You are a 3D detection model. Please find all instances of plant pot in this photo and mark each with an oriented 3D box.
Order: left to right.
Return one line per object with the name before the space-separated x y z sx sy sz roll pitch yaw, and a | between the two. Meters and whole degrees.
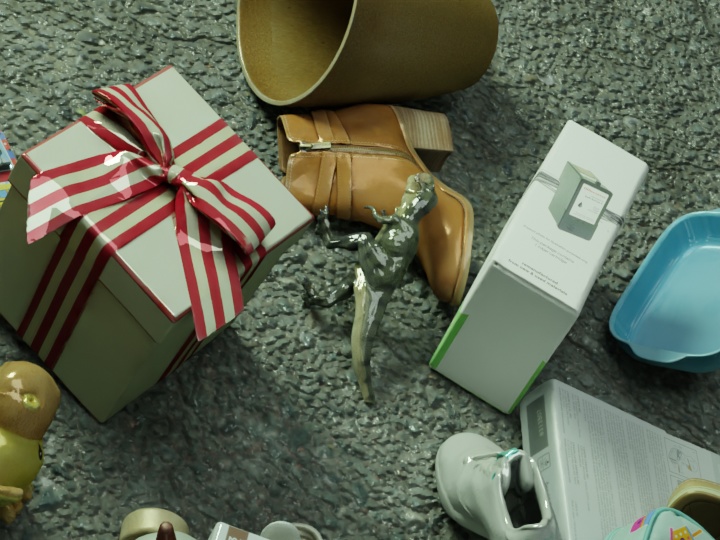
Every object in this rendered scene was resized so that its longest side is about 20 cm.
plant pot | 0.021 -0.226 1.616 0.199 0.187 0.187 7 49 -37

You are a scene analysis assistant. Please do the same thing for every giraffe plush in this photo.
giraffe plush | -0.275 0.090 1.208 0.162 0.200 0.173 36 22 -1

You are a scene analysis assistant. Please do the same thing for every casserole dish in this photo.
casserole dish | 0.300 0.022 1.583 0.120 0.039 0.200 10 47 34

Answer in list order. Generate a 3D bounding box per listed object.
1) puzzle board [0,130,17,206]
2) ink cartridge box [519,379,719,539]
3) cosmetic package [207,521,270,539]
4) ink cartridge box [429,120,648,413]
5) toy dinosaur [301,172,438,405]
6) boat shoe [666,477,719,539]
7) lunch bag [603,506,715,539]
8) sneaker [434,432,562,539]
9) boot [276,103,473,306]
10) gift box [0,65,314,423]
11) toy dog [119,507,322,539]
puzzle board | -0.338 -0.036 1.384 0.199 0.017 0.151 -14 60 -33
ink cartridge box | 0.220 0.194 1.454 0.199 0.057 0.163 28 42 -31
cosmetic package | -0.094 0.257 1.131 0.074 0.200 0.102 21 47 -8
ink cartridge box | 0.150 -0.005 1.501 0.084 0.146 0.200 30 46 2
toy dinosaur | 0.000 0.000 1.464 0.087 0.047 0.201 16 76 9
boat shoe | 0.319 0.216 1.446 0.199 0.074 0.067 33 28 -22
lunch bag | 0.236 0.284 1.321 0.200 0.077 0.161 43 50 -13
sneaker | 0.108 0.162 1.343 0.075 0.089 0.200 -12 30 -13
boot | 0.009 -0.054 1.537 0.153 0.074 0.201 0 54 -16
gift box | -0.164 -0.013 1.321 0.184 0.187 0.200 42 47 3
toy dog | -0.085 0.215 1.242 0.198 0.097 0.133 1 53 -24
